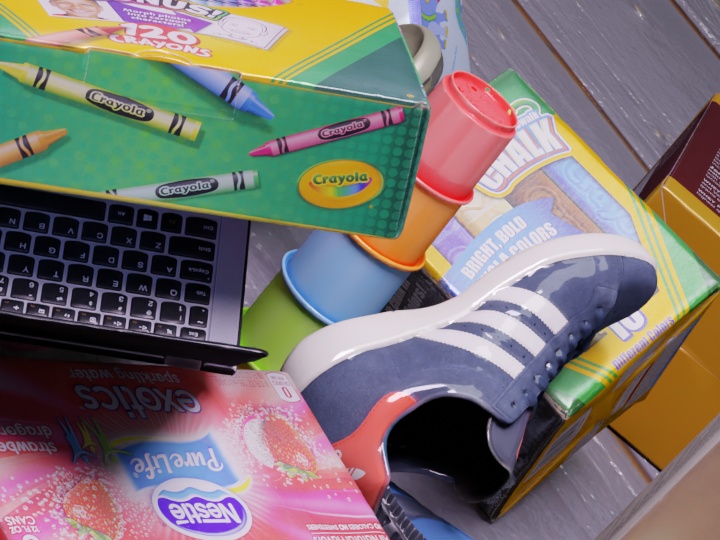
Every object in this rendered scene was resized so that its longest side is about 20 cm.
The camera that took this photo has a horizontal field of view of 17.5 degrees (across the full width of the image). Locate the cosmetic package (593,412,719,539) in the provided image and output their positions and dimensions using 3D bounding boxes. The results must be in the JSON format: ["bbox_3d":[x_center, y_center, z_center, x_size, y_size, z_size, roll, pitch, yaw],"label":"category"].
[{"bbox_3d":[0.173,0.115,1.092,0.071,0.200,0.105,43,27,5],"label":"cosmetic package"}]

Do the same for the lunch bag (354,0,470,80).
[{"bbox_3d":[-0.023,-0.171,1.266,0.200,0.127,0.172,21,61,-57],"label":"lunch bag"}]

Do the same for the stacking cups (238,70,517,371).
[{"bbox_3d":[0.000,0.000,1.043,0.060,0.200,0.061,32,27,-19],"label":"stacking cups"}]

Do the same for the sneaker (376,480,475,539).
[{"bbox_3d":[0.016,0.134,1.031,0.199,0.066,0.078,34,-8,8],"label":"sneaker"}]

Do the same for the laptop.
[{"bbox_3d":[-0.126,-0.030,0.856,0.186,0.116,0.201,10,51,-8],"label":"laptop"}]

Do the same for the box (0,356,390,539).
[{"bbox_3d":[-0.095,0.102,0.876,0.199,0.095,0.103,7,41,-49],"label":"box"}]

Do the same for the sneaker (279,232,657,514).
[{"bbox_3d":[0.060,0.050,1.012,0.199,0.075,0.085,-22,60,-26],"label":"sneaker"}]

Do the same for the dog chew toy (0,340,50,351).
[{"bbox_3d":[-0.137,-0.023,0.997,0.125,0.125,0.199,47,39,15],"label":"dog chew toy"}]

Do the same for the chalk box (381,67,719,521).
[{"bbox_3d":[0.056,-0.004,1.165,0.123,0.125,0.200,-35,75,-29],"label":"chalk box"}]

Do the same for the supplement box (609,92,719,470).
[{"bbox_3d":[0.229,0.029,1.381,0.197,0.133,0.200,40,26,0],"label":"supplement box"}]

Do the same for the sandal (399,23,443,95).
[{"bbox_3d":[-0.059,-0.087,1.140,0.080,0.200,0.058,-108,176,-52],"label":"sandal"}]

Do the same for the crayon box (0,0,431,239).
[{"bbox_3d":[-0.081,-0.072,0.891,0.198,0.059,0.119,8,22,-10],"label":"crayon box"}]
